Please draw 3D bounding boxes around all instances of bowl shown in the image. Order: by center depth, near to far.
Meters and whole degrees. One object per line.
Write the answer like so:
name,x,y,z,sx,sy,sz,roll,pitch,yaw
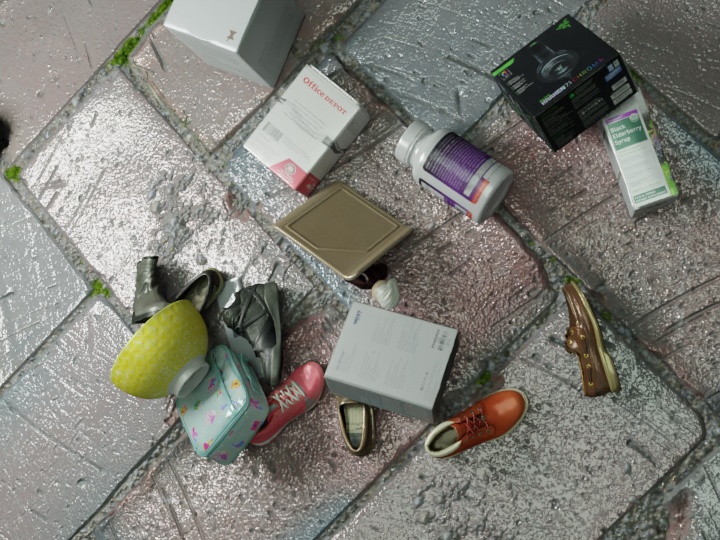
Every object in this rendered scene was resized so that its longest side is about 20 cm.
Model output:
bowl,-0.335,0.163,1.605,0.108,0.200,0.201,40,93,12

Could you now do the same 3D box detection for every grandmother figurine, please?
grandmother figurine,0.000,0.000,1.629,0.200,0.121,0.061,41,137,30

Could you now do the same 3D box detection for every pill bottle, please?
pill bottle,0.163,-0.182,1.608,0.199,0.111,0.112,36,92,16

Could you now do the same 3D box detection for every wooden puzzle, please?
wooden puzzle,-0.032,-0.071,1.629,0.199,0.037,0.185,32,48,24

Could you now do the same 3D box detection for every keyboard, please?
keyboard,-0.231,0.115,1.725,0.056,0.011,0.202,-21,77,17

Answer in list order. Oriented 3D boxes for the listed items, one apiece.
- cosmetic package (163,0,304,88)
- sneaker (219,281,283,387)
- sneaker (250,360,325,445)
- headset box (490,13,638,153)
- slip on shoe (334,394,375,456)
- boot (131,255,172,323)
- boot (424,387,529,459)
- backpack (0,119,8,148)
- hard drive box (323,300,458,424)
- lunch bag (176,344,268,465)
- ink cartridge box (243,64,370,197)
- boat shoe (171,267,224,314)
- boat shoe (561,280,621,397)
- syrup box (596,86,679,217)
cosmetic package,-0.234,-0.476,1.708,0.166,0.200,0.168,23,88,16
sneaker,-0.198,0.121,1.660,0.113,0.076,0.201,-7,71,-6
sneaker,-0.140,0.247,1.641,0.200,0.087,0.074,-46,75,4
headset box,0.344,-0.328,1.550,0.174,0.093,0.201,-35,38,8
slip on shoe,-0.015,0.233,1.622,0.075,0.061,0.202,-8,79,14
boot,-0.397,0.033,1.697,0.067,0.200,0.132,2,85,-26
boot,0.198,0.265,1.540,0.199,0.107,0.075,-32,74,7
backpack,-0.872,-0.279,1.883,0.199,0.150,0.179,23,90,21
hard drive box,0.057,0.159,1.579,0.198,0.077,0.157,16,64,15
lunch bag,-0.251,0.235,1.632,0.161,0.077,0.200,-52,39,11
ink cartridge box,-0.099,-0.264,1.703,0.145,0.085,0.200,41,95,16
boat shoe,-0.338,0.079,1.725,0.073,0.065,0.201,33,95,15
boat shoe,0.378,0.118,1.530,0.067,0.072,0.202,-20,80,9
syrup box,0.471,-0.202,1.545,0.078,0.081,0.202,-18,79,10
